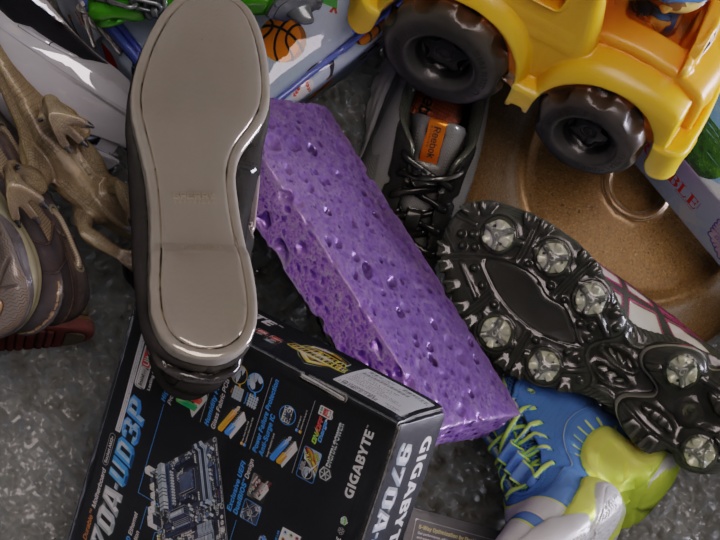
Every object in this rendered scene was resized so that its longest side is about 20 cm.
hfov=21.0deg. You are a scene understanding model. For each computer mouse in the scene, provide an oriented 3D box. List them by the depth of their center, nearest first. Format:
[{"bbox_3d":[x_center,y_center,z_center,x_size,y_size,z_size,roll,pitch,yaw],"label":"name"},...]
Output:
[{"bbox_3d":[-0.157,-0.082,1.023,0.200,0.110,0.044,40,41,3],"label":"computer mouse"}]

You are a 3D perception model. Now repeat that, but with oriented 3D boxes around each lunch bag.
[{"bbox_3d":[-0.066,-0.165,1.069,0.200,0.076,0.160,-38,88,-19],"label":"lunch bag"}]

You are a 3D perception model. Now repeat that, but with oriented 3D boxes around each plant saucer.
[{"bbox_3d":[0.154,-0.046,1.122,0.199,0.035,0.201,3,79,-14],"label":"plant saucer"}]

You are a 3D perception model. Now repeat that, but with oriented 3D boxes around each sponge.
[{"bbox_3d":[0.000,0.000,0.983,0.030,0.111,0.200,-37,76,21],"label":"sponge"}]

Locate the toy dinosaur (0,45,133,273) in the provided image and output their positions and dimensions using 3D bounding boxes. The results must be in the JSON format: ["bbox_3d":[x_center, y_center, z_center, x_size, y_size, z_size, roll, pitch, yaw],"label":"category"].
[{"bbox_3d":[-0.151,-0.061,0.954,0.058,0.101,0.200,-36,106,4],"label":"toy dinosaur"}]

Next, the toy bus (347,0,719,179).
[{"bbox_3d":[0.117,-0.166,0.976,0.200,0.192,0.136,28,57,-2],"label":"toy bus"}]

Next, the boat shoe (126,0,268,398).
[{"bbox_3d":[-0.079,-0.036,0.903,0.067,0.057,0.201,7,60,-15],"label":"boat shoe"}]

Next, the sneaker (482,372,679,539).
[{"bbox_3d":[0.091,0.111,1.023,0.105,0.200,0.076,36,112,18],"label":"sneaker"}]

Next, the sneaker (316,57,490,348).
[{"bbox_3d":[0.024,-0.041,1.065,0.074,0.079,0.201,16,81,-11],"label":"sneaker"}]

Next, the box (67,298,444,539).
[{"bbox_3d":[-0.062,0.126,0.941,0.159,0.046,0.201,25,107,28],"label":"box"}]

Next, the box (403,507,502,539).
[{"bbox_3d":[0.026,0.210,1.037,0.199,0.044,0.161,16,76,-11],"label":"box"}]

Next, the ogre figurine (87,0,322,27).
[{"bbox_3d":[-0.053,-0.206,1.000,0.120,0.098,0.200,18,55,11],"label":"ogre figurine"}]

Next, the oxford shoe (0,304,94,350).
[{"bbox_3d":[-0.232,-0.006,0.999,0.199,0.070,0.075,12,71,-13],"label":"oxford shoe"}]

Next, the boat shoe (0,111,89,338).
[{"bbox_3d":[-0.199,-0.043,0.981,0.073,0.074,0.200,13,41,-52],"label":"boat shoe"}]

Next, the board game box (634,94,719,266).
[{"bbox_3d":[0.230,-0.115,1.113,0.200,0.041,0.200,-32,75,-27],"label":"board game box"}]

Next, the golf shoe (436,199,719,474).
[{"bbox_3d":[0.125,0.034,1.054,0.200,0.088,0.077,38,102,-1],"label":"golf shoe"}]
